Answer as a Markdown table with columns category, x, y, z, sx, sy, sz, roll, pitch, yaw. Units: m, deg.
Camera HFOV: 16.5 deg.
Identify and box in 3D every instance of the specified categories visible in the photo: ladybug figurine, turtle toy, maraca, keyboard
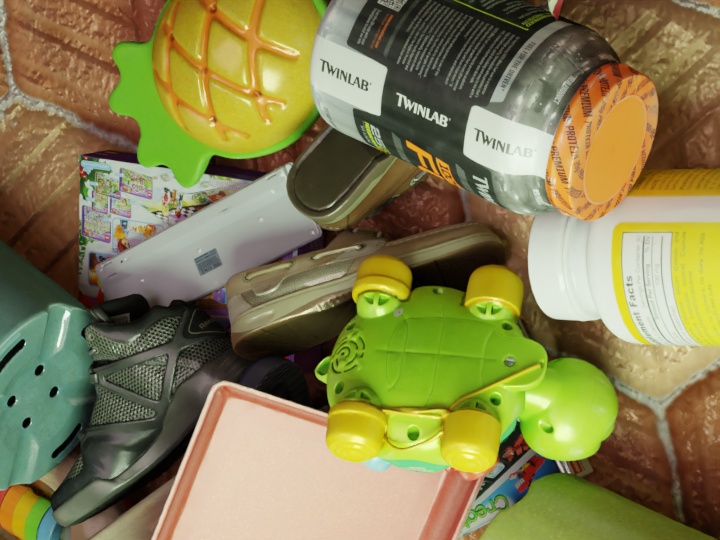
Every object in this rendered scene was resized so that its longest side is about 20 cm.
| category | x | y | z | sx | sy | sz | roll | pitch | yaw |
| --- | --- | --- | --- | --- | --- | --- | --- | --- | --- |
| ladybug figurine | -0.240 | 0.184 | 1.907 | 0.199 | 0.072 | 0.136 | 29 | 113 | 26 |
| turtle toy | 0.068 | 0.078 | 1.619 | 0.199 | 0.101 | 0.146 | 5 | 59 | 12 |
| maraca | -0.096 | -0.139 | 1.732 | 0.199 | 0.107 | 0.138 | -29 | 84 | 34 |
| keyboard | -0.111 | -0.013 | 1.778 | 0.199 | 0.011 | 0.057 | -26 | 90 | 34 |

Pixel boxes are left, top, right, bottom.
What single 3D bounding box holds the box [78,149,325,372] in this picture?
| category | x | y | z | sx | sy | sz | roll | pitch | yaw |
| --- | --- | --- | --- | --- | --- | --- | --- | --- | --- |
| box | -0.118 | -0.008 | 1.812 | 0.199 | 0.039 | 0.138 | 10 | 104 | 31 |

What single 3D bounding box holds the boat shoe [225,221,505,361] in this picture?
| category | x | y | z | sx | sy | sz | roll | pitch | yaw |
| --- | --- | --- | --- | --- | --- | --- | --- | --- | --- |
| boat shoe | 0.000 | 0.000 | 1.704 | 0.199 | 0.072 | 0.065 | -20 | 60 | 13 |

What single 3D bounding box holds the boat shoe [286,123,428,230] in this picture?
| category | x | y | z | sx | sy | sz | roll | pitch | yaw |
| --- | --- | --- | --- | --- | --- | --- | --- | --- | --- |
| boat shoe | 0.037 | -0.106 | 1.679 | 0.200 | 0.068 | 0.072 | -39 | 66 | 11 |

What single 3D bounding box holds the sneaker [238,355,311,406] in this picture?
| category | x | y | z | sx | sy | sz | roll | pitch | yaw |
| --- | --- | --- | --- | --- | --- | --- | --- | --- | --- |
| sneaker | -0.086 | 0.127 | 1.770 | 0.082 | 0.070 | 0.201 | 41 | 139 | 33 |

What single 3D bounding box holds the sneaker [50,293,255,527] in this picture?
| category | x | y | z | sx | sy | sz | roll | pitch | yaw |
| --- | --- | --- | --- | --- | --- | --- | --- | --- | --- |
| sneaker | -0.171 | 0.094 | 1.795 | 0.114 | 0.076 | 0.199 | 49 | 116 | 11 |

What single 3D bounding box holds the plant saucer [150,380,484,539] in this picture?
| category | x | y | z | sx | sy | sz | roll | pitch | yaw |
| --- | --- | --- | --- | --- | --- | --- | --- | --- | --- |
| plant saucer | -0.042 | 0.184 | 1.695 | 0.199 | 0.037 | 0.201 | 18 | 107 | -14 |

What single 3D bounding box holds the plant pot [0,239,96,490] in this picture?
| category | x | y | z | sx | sy | sz | roll | pitch | yaw |
| --- | --- | --- | --- | --- | --- | --- | --- | --- | --- |
| plant pot | -0.301 | 0.054 | 1.833 | 0.196 | 0.200 | 0.201 | 30 | 114 | 32 |

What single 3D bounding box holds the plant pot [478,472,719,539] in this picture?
| category | x | y | z | sx | sy | sz | roll | pitch | yaw |
| --- | --- | --- | --- | --- | --- | --- | --- | --- | --- |
| plant pot | 0.169 | 0.229 | 1.598 | 0.184 | 0.200 | 0.201 | 32 | 115 | 37 |

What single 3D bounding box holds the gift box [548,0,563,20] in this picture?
| category | x | y | z | sx | sy | sz | roll | pitch | yaw |
| --- | --- | --- | --- | --- | --- | --- | --- | --- | --- |
| gift box | 0.104 | -0.264 | 1.542 | 0.186 | 0.184 | 0.201 | 10 | 107 | 39 |

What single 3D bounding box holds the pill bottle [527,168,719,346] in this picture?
| category | x | y | z | sx | sy | sz | roll | pitch | yaw |
| --- | --- | --- | --- | --- | --- | --- | --- | --- | --- |
| pill bottle | 0.210 | -0.009 | 1.556 | 0.199 | 0.111 | 0.112 | 1 | 100 | 32 |

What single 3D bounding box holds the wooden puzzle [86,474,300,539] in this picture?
| category | x | y | z | sx | sy | sz | roll | pitch | yaw |
| --- | --- | --- | --- | --- | --- | --- | --- | --- | --- |
| wooden puzzle | -0.102 | 0.236 | 1.780 | 0.185 | 0.046 | 0.200 | 39 | 133 | -19 |

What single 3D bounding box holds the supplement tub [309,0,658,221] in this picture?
| category | x | y | z | sx | sy | sz | roll | pitch | yaw |
| --- | --- | --- | --- | --- | --- | --- | --- | --- | --- |
| supplement tub | 0.077 | -0.112 | 1.550 | 0.199 | 0.122 | 0.123 | 26 | 112 | 31 |

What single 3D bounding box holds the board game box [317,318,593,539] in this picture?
| category | x | y | z | sx | sy | sz | roll | pitch | yaw |
| --- | --- | --- | --- | --- | --- | --- | --- | --- | --- |
| board game box | 0.052 | 0.124 | 1.729 | 0.200 | 0.035 | 0.127 | -30 | 82 | 33 |
